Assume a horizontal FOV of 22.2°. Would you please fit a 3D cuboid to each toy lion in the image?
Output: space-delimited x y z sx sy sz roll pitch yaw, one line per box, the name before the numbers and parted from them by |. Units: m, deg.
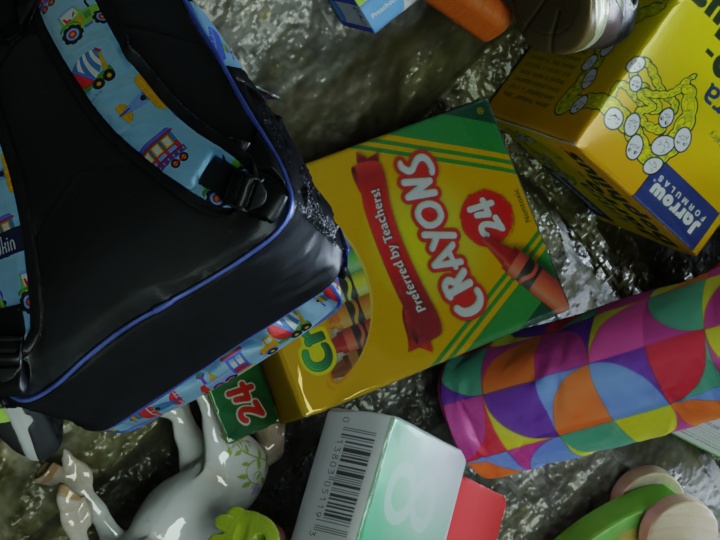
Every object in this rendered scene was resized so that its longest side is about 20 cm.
toy lion | 0.159 0.250 1.147 0.191 0.069 0.201 -32 113 -6

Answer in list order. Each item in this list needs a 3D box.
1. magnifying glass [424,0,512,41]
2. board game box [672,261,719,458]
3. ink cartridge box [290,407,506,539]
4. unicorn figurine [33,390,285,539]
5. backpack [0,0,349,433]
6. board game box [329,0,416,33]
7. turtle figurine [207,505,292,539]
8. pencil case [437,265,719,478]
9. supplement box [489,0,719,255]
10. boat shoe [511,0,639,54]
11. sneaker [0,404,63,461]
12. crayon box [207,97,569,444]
magnifying glass | 0.002 -0.173 0.924 0.200 0.079 0.023 32 45 -34
board game box | 0.264 0.042 1.080 0.152 0.041 0.200 27 133 -27
ink cartridge box | 0.030 0.178 0.992 0.200 0.050 0.162 31 71 -49
unicorn figurine | -0.110 0.137 0.987 0.200 0.074 0.137 -45 115 -8
backpack | -0.121 -0.045 0.891 0.182 0.201 0.135 -34 155 8
board game box | 0.041 -0.242 0.978 0.200 0.045 0.135 -40 115 -10
turtle figurine | -0.037 0.191 1.002 0.201 0.064 0.161 -55 150 3
pencil case | 0.143 0.057 1.023 0.199 0.089 0.089 -18 117 29
supplement box | 0.185 -0.128 1.034 0.109 0.109 0.200 38 87 -26
boat shoe | 0.112 -0.214 0.959 0.065 0.073 0.202 -6 98 -49
sneaker | -0.225 0.021 0.926 0.082 0.072 0.201 -27 113 11
crayon box | 0.000 0.000 0.989 0.199 0.051 0.128 -22 89 -20
